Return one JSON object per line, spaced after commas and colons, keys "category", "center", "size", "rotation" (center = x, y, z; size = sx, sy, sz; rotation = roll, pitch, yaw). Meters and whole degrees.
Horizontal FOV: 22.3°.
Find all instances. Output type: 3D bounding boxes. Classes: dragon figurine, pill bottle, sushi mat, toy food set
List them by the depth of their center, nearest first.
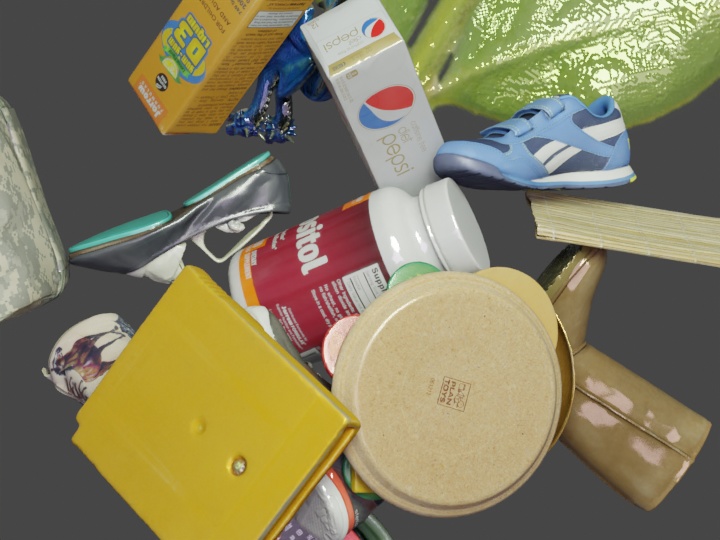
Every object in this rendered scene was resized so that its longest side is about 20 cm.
{"category": "toy food set", "center": [0.065, 0.094, 1.438], "size": [0.197, 0.049, 0.201], "rotation": [1, 91, -17]}
{"category": "dragon figurine", "center": [-0.043, -0.173, 1.504], "size": [0.059, 0.200, 0.100], "rotation": [1, 70, -42]}
{"category": "pill bottle", "center": [0.000, 0.000, 1.513], "size": [0.199, 0.113, 0.113], "rotation": [-23, 98, 15]}
{"category": "sushi mat", "center": [0.240, -0.035, 1.559], "size": [0.199, 0.096, 0.012], "rotation": [9, 114, -8]}

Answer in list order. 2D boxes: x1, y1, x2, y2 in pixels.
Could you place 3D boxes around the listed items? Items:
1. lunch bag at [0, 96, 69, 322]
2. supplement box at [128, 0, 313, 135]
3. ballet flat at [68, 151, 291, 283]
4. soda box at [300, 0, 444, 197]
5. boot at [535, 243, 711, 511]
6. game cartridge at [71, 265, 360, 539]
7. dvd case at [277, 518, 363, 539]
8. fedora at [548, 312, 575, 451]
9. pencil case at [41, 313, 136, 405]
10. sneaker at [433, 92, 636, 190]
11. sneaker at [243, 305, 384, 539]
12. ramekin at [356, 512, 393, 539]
{"category": "lunch bag", "center": [-0.329, -0.045, 1.478], "size": [0.139, 0.168, 0.201], "rotation": [-18, 97, -3]}
{"category": "supplement box", "center": [-0.106, -0.197, 1.476], "size": [0.067, 0.069, 0.200], "rotation": [55, 129, 20]}
{"category": "ballet flat", "center": [-0.147, -0.030, 1.545], "size": [0.199, 0.073, 0.073], "rotation": [-26, 98, -4]}
{"category": "soda box", "center": [0.017, -0.135, 1.484], "size": [0.068, 0.200, 0.064], "rotation": [-28, 57, 0]}
{"category": "boot", "center": [0.222, 0.086, 1.591], "size": [0.200, 0.066, 0.175], "rotation": [35, 105, -6]}
{"category": "game cartridge", "center": [-0.118, 0.123, 1.425], "size": [0.200, 0.032, 0.177], "rotation": [43, 100, 29]}
{"category": "dvd case", "center": [-0.028, 0.301, 1.514], "size": [0.146, 0.022, 0.200], "rotation": [-38, 97, 0]}
{"category": "fedora", "center": [0.078, 0.092, 1.531], "size": [0.199, 0.082, 0.202], "rotation": [0, 90, 25]}
{"category": "pencil case", "center": [-0.177, 0.122, 1.513], "size": [0.089, 0.078, 0.200], "rotation": [-42, 63, -12]}
{"category": "sneaker", "center": [0.144, -0.108, 1.536], "size": [0.199, 0.074, 0.083], "rotation": [-4, 94, -34]}
{"category": "sneaker", "center": [-0.041, 0.117, 1.477], "size": [0.082, 0.077, 0.201], "rotation": [-24, 93, -37]}
{"category": "ramekin", "center": [-0.062, 0.271, 1.569], "size": [0.199, 0.098, 0.201], "rotation": [-1, 96, -5]}
